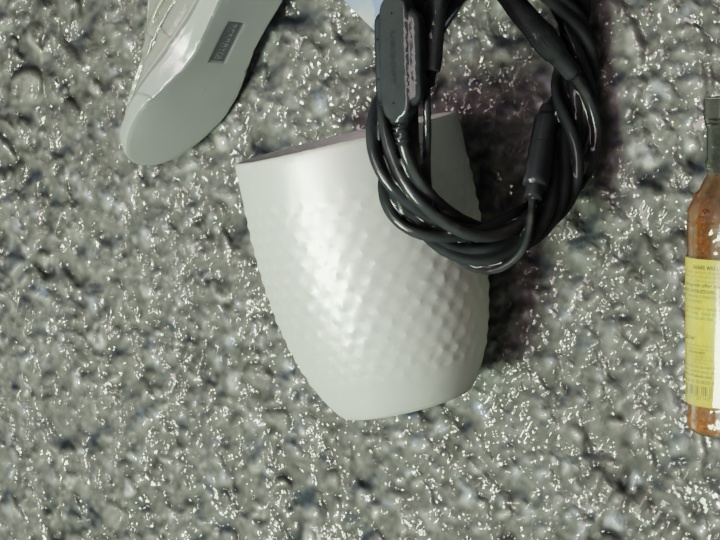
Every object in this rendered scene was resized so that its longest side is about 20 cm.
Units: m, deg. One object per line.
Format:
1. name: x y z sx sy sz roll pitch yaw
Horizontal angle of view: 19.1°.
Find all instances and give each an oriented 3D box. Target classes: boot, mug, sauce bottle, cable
1. boot: -0.121 -0.174 1.501 0.200 0.073 0.096 -54 49 28
2. mug: 0.000 0.000 1.391 0.200 0.147 0.176 -1 104 66
3. sauce bottle: 0.223 -0.003 1.261 0.066 0.066 0.200 4 100 36
4. cable: 0.079 -0.099 1.301 0.051 0.163 0.200 0 94 55

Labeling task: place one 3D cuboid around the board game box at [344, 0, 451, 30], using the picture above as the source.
1. board game box: 0.010 -0.262 1.405 0.200 0.037 0.151 46 119 22
